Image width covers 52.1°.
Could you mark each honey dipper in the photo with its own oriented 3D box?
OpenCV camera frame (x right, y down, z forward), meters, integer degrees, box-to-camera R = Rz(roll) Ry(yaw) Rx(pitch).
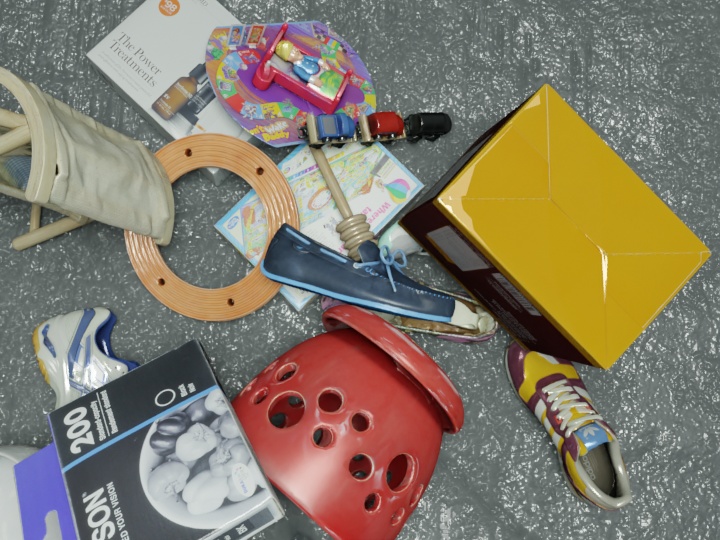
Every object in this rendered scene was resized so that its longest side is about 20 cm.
[{"bbox_3d":[-0.033,-0.102,0.799,0.038,0.038,0.201,-23,81,-7],"label":"honey dipper"}]

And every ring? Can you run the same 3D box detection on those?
[{"bbox_3d":[-0.160,-0.046,0.792,0.199,0.019,0.202,1,94,11],"label":"ring"}]

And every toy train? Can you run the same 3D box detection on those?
[{"bbox_3d":[0.022,-0.155,0.801,0.199,0.046,0.034,-10,91,-34],"label":"toy train"}]

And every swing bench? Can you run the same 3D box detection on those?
[{"bbox_3d":[-0.313,-0.099,0.708,0.199,0.199,0.131,-2,80,16],"label":"swing bench"}]

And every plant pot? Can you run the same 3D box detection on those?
[{"bbox_3d":[-0.009,0.150,0.711,0.200,0.200,0.183,43,75,4],"label":"plant pot"}]

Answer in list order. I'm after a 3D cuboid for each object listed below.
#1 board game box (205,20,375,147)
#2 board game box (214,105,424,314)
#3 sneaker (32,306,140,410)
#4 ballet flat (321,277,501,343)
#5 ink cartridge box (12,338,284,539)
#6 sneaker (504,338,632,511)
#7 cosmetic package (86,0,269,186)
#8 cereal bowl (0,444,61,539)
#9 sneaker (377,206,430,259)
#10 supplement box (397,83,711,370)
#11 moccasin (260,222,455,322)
[{"bbox_3d":[-0.065,-0.218,0.799,0.199,0.039,0.159,-16,73,-32],"label":"board game box"},{"bbox_3d":[-0.045,-0.069,0.829,0.134,0.034,0.200,45,81,5],"label":"board game box"},{"bbox_3d":[-0.266,0.132,0.759,0.088,0.075,0.201,-21,83,-7],"label":"sneaker"},{"bbox_3d":[0.057,0.038,0.797,0.199,0.071,0.070,11,78,-1],"label":"ballet flat"},{"bbox_3d":[-0.188,0.170,0.597,0.199,0.044,0.198,-29,44,-11],"label":"ink cartridge box"},{"bbox_3d":[0.225,0.154,0.777,0.075,0.090,0.201,-29,83,-8],"label":"sneaker"},{"bbox_3d":[-0.183,-0.220,0.839,0.200,0.052,0.151,42,78,4],"label":"cosmetic package"},{"bbox_3d":[-0.319,0.265,0.711,0.199,0.083,0.201,-1,88,27],"label":"cereal bowl"},{"bbox_3d":[0.128,-0.023,0.809,0.199,0.078,0.140,-27,82,-7],"label":"sneaker"},{"bbox_3d":[0.162,-0.031,0.682,0.197,0.200,0.133,44,85,-4],"label":"supplement box"},{"bbox_3d":[0.000,0.000,0.726,0.199,0.080,0.069,16,85,4],"label":"moccasin"}]
